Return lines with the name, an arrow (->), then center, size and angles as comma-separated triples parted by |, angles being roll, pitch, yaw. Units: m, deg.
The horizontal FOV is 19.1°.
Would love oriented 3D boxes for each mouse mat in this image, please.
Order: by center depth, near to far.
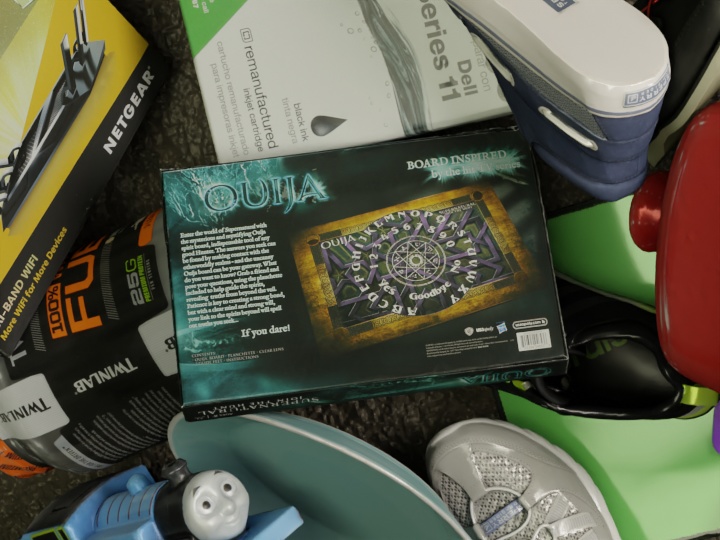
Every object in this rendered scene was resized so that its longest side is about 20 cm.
mouse mat -> 0.149, 0.058, 1.189 | 0.161, 0.008, 0.201 | -16, 93, 21

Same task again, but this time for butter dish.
butter dish -> 0.205, -0.018, 1.072 | 0.147, 0.199, 0.201 | 13, 105, 31

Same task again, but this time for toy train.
toy train -> -0.110, 0.167, 1.219 | 0.200, 0.087, 0.114 | -20, 105, 52

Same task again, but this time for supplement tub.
supplement tub -> -0.128, 0.039, 1.219 | 0.200, 0.123, 0.123 | -25, 90, 20

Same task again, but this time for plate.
plate -> -0.014, 0.125, 1.183 | 0.200, 0.200, 0.026 | 22, 64, 15

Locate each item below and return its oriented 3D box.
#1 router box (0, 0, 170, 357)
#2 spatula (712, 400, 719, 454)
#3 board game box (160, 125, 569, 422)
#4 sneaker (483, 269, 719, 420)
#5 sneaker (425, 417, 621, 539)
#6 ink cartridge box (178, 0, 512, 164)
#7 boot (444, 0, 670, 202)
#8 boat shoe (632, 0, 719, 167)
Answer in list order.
router box -> -0.207, -0.078, 1.164 | 0.052, 0.157, 0.200 | 10, 65, 40
spatula -> 0.207, 0.145, 1.168 | 0.056, 0.021, 0.201 | 14, 105, 23
board game box -> 0.000, 0.000, 1.114 | 0.199, 0.028, 0.136 | -7, 68, -1
sneaker -> 0.101, 0.037, 1.149 | 0.199, 0.083, 0.072 | 10, 102, 25
sneaker -> 0.109, 0.164, 1.172 | 0.200, 0.082, 0.075 | 47, 112, 3
ink cartridge box -> 0.011, -0.143, 1.164 | 0.199, 0.083, 0.147 | -12, 94, 19
boot -> 0.074, -0.122, 1.066 | 0.200, 0.073, 0.090 | 51, 156, 31
boat shoe -> 0.157, -0.109, 1.066 | 0.063, 0.201, 0.074 | 41, 76, 4
